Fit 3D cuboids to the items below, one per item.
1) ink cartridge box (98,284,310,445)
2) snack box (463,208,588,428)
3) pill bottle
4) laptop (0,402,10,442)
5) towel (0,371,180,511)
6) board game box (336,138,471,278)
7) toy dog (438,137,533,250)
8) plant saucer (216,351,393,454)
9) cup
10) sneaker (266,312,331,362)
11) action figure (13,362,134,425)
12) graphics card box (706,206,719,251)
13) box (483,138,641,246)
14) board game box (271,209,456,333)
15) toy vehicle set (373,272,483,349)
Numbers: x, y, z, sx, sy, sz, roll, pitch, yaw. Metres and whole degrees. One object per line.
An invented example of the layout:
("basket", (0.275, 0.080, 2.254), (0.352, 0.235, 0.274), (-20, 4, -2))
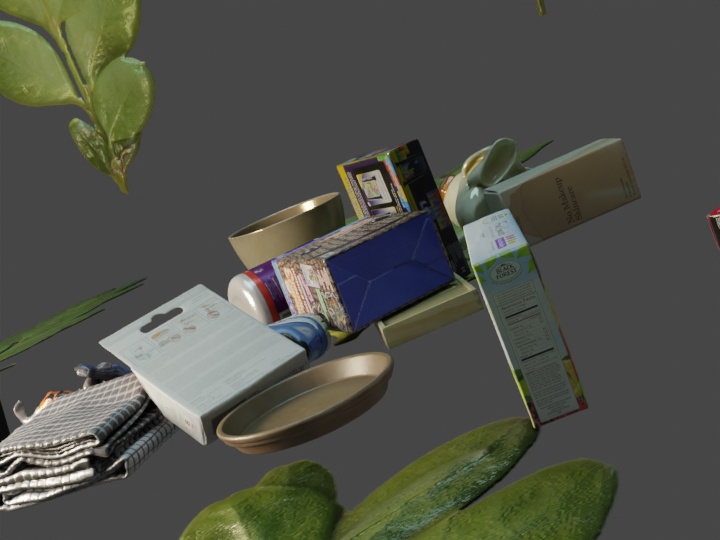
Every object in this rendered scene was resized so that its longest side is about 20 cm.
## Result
("ink cartridge box", (-0.182, 0.105, 1.338), (0.162, 0.058, 0.199), (-31, 39, -34))
("snack box", (0.138, 0.033, 0.986), (0.052, 0.144, 0.200), (-20, 9, 6))
("pill bottle", (-0.085, 0.025, 1.660), (0.198, 0.114, 0.112), (-26, 10, -25))
("laptop", (-0.579, 0.245, 1.573), (0.176, 0.105, 0.199), (-26, 10, -27))
("towel", (-0.325, 0.194, 1.331), (0.198, 0.087, 0.166), (-18, 10, 22))
("board game box", (0.059, -0.073, 1.609), (0.056, 0.202, 0.165), (-27, 11, -24))
("toy dog", (0.197, -0.104, 1.768), (0.195, 0.139, 0.200), (-59, 14, -1))
("plant saucer", (-0.054, 0.139, 1.192), (0.198, 0.030, 0.200), (-21, 10, 4))
("cup", (-0.101, -0.026, 1.900), (0.198, 0.145, 0.200), (-22, 9, 4))
("sneaker", (-0.139, 0.106, 1.430), (0.198, 0.080, 0.089), (-18, 7, 21))
("action figure", (-0.321, 0.181, 1.495), (0.191, 0.106, 0.199), (-8, -15, 35))
("graphics card box", (0.455, -0.066, 1.113), (0.125, 0.051, 0.199), (-27, 9, -33))
("box", (0.285, -0.108, 1.630), (0.198, 0.096, 0.078), (-25, 10, -9))
("board game box", (0.000, 0.000, 1.479), (0.158, 0.098, 0.199), (-26, 10, -22))
("toy vehicle set", (0.076, 0.044, 1.440), (0.123, 0.027, 0.200), (-23, 9, -2))
